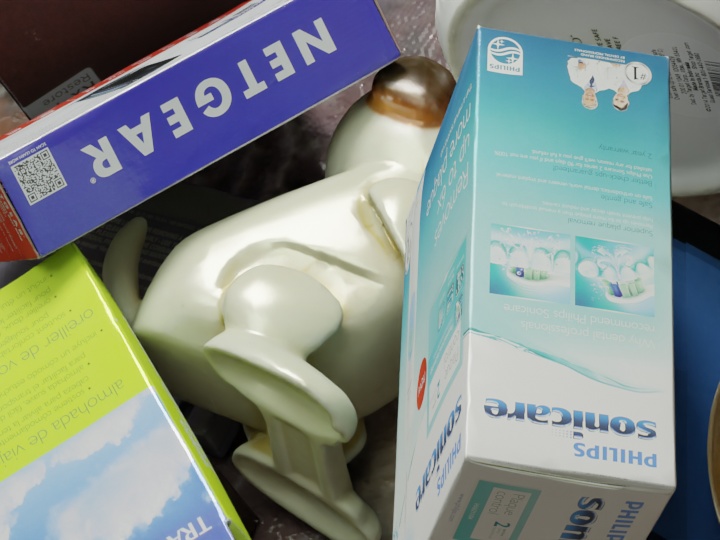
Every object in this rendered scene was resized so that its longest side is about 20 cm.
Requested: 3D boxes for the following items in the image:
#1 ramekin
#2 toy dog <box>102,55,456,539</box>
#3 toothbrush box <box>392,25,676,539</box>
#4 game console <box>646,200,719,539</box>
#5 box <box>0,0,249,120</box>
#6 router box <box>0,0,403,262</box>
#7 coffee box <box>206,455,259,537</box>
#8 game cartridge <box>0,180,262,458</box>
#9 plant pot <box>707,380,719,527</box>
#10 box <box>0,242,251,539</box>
[{"bbox_3d":[0.127,-0.121,1.235,0.199,0.201,0.105,6,56,27],"label":"ramekin"},{"bbox_3d":[0.000,0.000,1.282,0.193,0.140,0.200,26,62,33],"label":"toy dog"},{"bbox_3d":[0.067,0.029,1.101,0.085,0.147,0.201,7,58,-8],"label":"toothbrush box"},{"bbox_3d":[0.201,0.060,1.156,0.170,0.118,0.201,-9,57,19],"label":"game console"},{"bbox_3d":[-0.165,-0.216,1.465,0.165,0.164,0.200,-32,52,1],"label":"box"},{"bbox_3d":[-0.099,-0.071,1.314,0.199,0.049,0.179,-30,9,-18],"label":"router box"},{"bbox_3d":[-0.131,0.168,1.237,0.079,0.113,0.201,8,62,28],"label":"coffee box"},{"bbox_3d":[-0.122,0.010,1.386,0.199,0.038,0.130,16,63,31],"label":"game cartridge"},{"bbox_3d":[0.232,0.093,1.118,0.199,0.028,0.201,6,58,-9],"label":"plant pot"},{"bbox_3d":[-0.128,0.094,1.181,0.122,0.048,0.200,-34,52,0],"label":"box"}]
